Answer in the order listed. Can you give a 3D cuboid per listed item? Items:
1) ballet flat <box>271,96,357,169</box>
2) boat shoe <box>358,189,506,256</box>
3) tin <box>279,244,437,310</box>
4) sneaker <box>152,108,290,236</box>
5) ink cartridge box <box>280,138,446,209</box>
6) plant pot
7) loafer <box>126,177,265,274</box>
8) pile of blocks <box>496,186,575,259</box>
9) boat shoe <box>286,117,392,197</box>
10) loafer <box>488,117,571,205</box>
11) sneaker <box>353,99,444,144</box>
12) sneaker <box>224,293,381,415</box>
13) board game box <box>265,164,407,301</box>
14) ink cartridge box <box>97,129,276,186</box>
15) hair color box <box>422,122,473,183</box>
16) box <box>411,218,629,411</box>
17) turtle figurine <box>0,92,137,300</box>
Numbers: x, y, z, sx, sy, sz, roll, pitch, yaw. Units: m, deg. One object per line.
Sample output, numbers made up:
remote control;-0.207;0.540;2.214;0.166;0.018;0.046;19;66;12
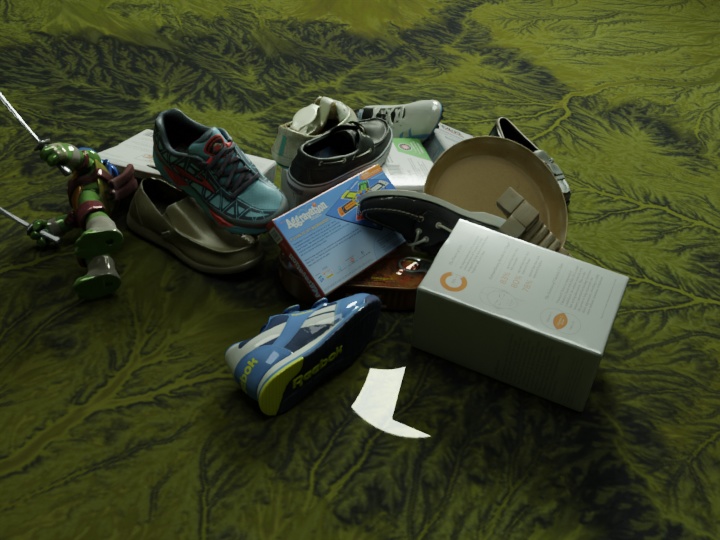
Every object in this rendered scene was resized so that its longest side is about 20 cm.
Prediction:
ballet flat;-0.052;-0.195;1.139;0.067;0.063;0.200;20;35;13
boat shoe;0.089;-0.046;1.025;0.198;0.074;0.061;14;75;-21
tin;0.000;0.000;1.039;0.198;0.042;0.112;4;38;-7
sneaker;-0.168;-0.116;0.997;0.199;0.096;0.079;32;62;13
ink cartridge box;-0.002;-0.113;1.163;0.198;0.085;0.145;-1;35;-14
plant pot;0.169;-0.073;1.102;0.198;0.027;0.202;3;76;-13
loafer;-0.204;-0.056;1.044;0.198;0.068;0.076;20;38;19
pile of blocks;0.208;-0.010;1.023;0.062;0.200;0.082;-45;23;-3
boat shoe;-0.017;-0.154;1.084;0.068;0.057;0.200;34;44;16
loafer;0.254;-0.168;1.322;0.071;0.063;0.200;-10;38;-25
sneaker;0.035;-0.213;1.267;0.199;0.073;0.072;-6;-23;42
sneaker;-0.055;0.068;0.894;0.082;0.075;0.199;28;37;30
board game box;-0.012;-0.049;1.011;0.199;0.019;0.103;-33;87;-44
ink cartridge box;-0.232;-0.129;1.143;0.198;0.045;0.176;15;24;8
hair color box;0.141;-0.141;1.234;0.098;0.061;0.201;18;28;-27
box;0.171;0.045;0.938;0.198;0.098;0.125;21;48;16
turtle figurine;-0.343;-0.069;0.964;0.199;0.144;0.195;23;27;-48
